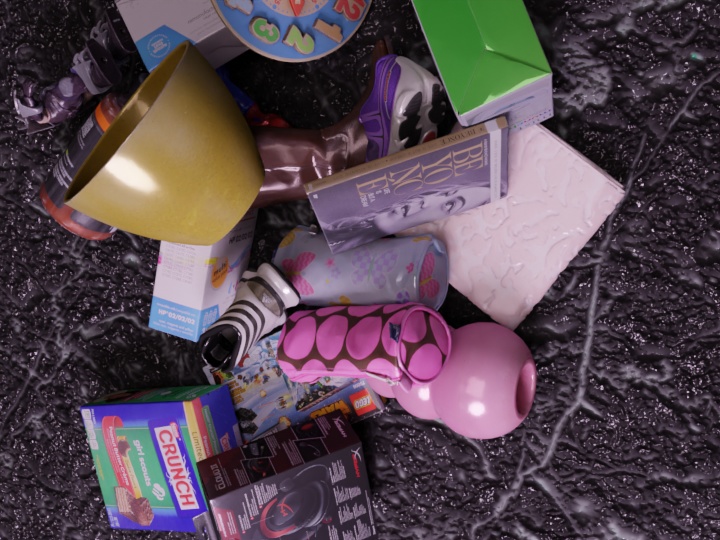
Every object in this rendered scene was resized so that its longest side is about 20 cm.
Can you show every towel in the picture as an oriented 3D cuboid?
[{"bbox_3d":[0.153,-0.066,0.979,0.191,0.032,0.201,39,108,10],"label":"towel"}]

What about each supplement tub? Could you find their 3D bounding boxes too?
[{"bbox_3d":[-0.291,-0.139,1.077,0.107,0.107,0.200,46,110,6],"label":"supplement tub"}]

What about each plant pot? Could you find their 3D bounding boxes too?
[{"bbox_3d":[-0.181,-0.107,0.905,0.142,0.201,0.200,38,112,-24],"label":"plant pot"}]

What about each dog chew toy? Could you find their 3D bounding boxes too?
[{"bbox_3d":[0.090,0.112,0.988,0.198,0.124,0.126,8,102,32],"label":"dog chew toy"}]

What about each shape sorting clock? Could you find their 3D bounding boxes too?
[{"bbox_3d":[-0.071,-0.325,0.948,0.039,0.198,0.202,23,111,57],"label":"shape sorting clock"}]

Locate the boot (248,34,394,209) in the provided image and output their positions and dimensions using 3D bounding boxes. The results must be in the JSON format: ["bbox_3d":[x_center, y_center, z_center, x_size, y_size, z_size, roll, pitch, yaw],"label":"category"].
[{"bbox_3d":[-0.054,-0.159,0.979,0.198,0.064,0.188,-1,108,1],"label":"boot"}]

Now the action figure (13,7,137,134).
[{"bbox_3d":[-0.335,-0.222,1.049,0.199,0.130,0.070,-22,115,43],"label":"action figure"}]

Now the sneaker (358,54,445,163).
[{"bbox_3d":[0.034,-0.135,0.927,0.083,0.080,0.201,47,143,31],"label":"sneaker"}]

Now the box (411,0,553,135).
[{"bbox_3d":[0.108,-0.238,0.869,0.096,0.176,0.202,-22,82,12],"label":"box"}]

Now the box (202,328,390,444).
[{"bbox_3d":[-0.079,0.139,1.088,0.199,0.040,0.138,-25,90,21],"label":"box"}]

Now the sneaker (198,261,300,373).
[{"bbox_3d":[-0.140,0.058,1.004,0.115,0.200,0.076,-43,91,-18],"label":"sneaker"}]

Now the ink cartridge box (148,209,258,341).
[{"bbox_3d":[-0.179,-0.031,1.052,0.067,0.115,0.202,15,104,15],"label":"ink cartridge box"}]

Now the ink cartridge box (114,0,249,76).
[{"bbox_3d":[-0.217,-0.317,1.004,0.115,0.067,0.201,-29,75,4],"label":"ink cartridge box"}]

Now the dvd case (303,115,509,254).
[{"bbox_3d":[0.052,-0.079,0.892,0.198,0.149,0.016,-19,67,1],"label":"dvd case"}]

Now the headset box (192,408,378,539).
[{"bbox_3d":[-0.090,0.267,1.020,0.198,0.075,0.150,-19,119,-15],"label":"headset box"}]

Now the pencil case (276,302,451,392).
[{"bbox_3d":[-0.005,0.083,0.948,0.199,0.091,0.094,-8,55,47],"label":"pencil case"}]

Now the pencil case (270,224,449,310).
[{"bbox_3d":[0.000,0.000,0.997,0.198,0.083,0.092,6,70,30],"label":"pencil case"}]

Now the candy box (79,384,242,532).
[{"bbox_3d":[-0.241,0.235,1.120,0.198,0.077,0.171,-8,99,31],"label":"candy box"}]

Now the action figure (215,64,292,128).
[{"bbox_3d":[-0.154,-0.175,1.044,0.200,0.065,0.099,41,95,9],"label":"action figure"}]
